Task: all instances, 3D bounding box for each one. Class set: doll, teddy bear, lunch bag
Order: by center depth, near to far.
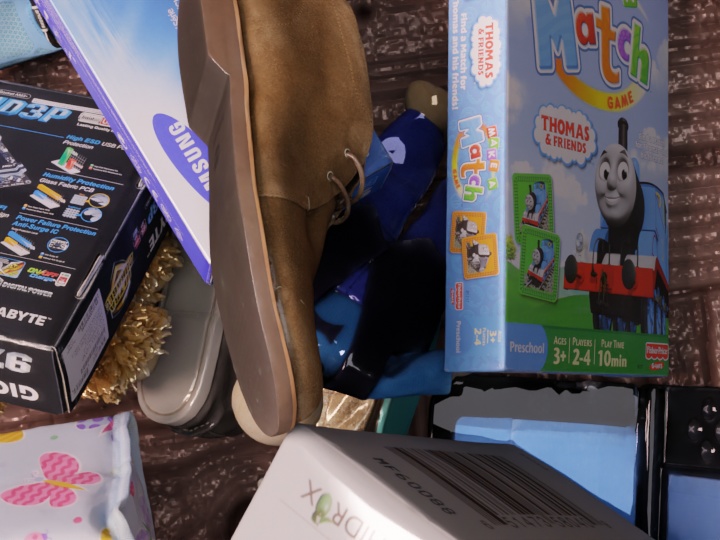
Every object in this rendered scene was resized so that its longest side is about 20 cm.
[{"bbox_3d":[0.000,0.000,0.722,0.136,0.048,0.200,29,58,7],"label":"doll"},{"bbox_3d":[-0.171,0.179,0.727,0.169,0.127,0.200,-9,118,-3],"label":"lunch bag"},{"bbox_3d":[-0.182,0.017,0.744,0.200,0.067,0.145,9,56,16],"label":"teddy bear"}]

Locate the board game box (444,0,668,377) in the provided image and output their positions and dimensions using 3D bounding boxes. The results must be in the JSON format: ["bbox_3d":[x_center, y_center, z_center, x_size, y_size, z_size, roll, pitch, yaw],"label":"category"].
[{"bbox_3d":[0.096,-0.051,0.739,0.037,0.151,0.200,-4,84,39],"label":"board game box"}]

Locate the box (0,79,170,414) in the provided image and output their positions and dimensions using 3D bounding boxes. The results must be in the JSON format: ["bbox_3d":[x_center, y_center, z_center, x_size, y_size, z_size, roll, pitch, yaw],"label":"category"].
[{"bbox_3d":[-0.197,-0.025,0.718,0.200,0.046,0.159,11,46,10],"label":"box"}]

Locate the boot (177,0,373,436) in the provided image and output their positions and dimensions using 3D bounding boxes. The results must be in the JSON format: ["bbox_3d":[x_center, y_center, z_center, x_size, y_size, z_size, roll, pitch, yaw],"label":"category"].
[{"bbox_3d":[-0.025,-0.033,0.628,0.075,0.074,0.200,0,68,-19],"label":"boot"}]

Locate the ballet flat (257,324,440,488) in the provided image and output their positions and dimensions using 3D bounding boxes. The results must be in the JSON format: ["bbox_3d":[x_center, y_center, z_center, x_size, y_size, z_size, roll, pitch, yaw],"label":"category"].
[{"bbox_3d":[-0.013,0.092,0.774,0.065,0.071,0.200,12,82,25],"label":"ballet flat"}]

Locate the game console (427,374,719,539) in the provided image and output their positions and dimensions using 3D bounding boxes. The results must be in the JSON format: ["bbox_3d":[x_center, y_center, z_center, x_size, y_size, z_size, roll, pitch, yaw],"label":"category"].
[{"bbox_3d":[0.121,0.152,0.738,0.116,0.176,0.200,5,86,-28],"label":"game console"}]

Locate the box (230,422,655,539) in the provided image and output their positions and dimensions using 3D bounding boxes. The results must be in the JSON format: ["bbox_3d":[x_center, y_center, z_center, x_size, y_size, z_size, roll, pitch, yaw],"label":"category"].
[{"bbox_3d":[0.052,0.187,0.647,0.200,0.199,0.171,34,100,31],"label":"box"}]

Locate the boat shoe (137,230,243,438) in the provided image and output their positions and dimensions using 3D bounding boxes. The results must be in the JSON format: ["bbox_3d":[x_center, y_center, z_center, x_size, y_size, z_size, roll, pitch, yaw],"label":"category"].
[{"bbox_3d":[-0.058,-0.014,0.785,0.067,0.057,0.200,10,81,39],"label":"boat shoe"}]

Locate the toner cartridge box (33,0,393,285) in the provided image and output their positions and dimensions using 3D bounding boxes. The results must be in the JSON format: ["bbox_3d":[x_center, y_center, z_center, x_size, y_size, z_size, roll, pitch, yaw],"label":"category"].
[{"bbox_3d":[-0.078,-0.103,0.699,0.095,0.043,0.200,-31,83,-13],"label":"toner cartridge box"}]

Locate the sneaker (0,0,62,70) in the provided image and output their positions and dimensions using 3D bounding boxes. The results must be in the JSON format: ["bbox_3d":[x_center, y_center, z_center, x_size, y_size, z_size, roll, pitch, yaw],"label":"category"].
[{"bbox_3d":[-0.118,-0.146,0.760,0.200,0.078,0.090,-25,46,-1],"label":"sneaker"}]
